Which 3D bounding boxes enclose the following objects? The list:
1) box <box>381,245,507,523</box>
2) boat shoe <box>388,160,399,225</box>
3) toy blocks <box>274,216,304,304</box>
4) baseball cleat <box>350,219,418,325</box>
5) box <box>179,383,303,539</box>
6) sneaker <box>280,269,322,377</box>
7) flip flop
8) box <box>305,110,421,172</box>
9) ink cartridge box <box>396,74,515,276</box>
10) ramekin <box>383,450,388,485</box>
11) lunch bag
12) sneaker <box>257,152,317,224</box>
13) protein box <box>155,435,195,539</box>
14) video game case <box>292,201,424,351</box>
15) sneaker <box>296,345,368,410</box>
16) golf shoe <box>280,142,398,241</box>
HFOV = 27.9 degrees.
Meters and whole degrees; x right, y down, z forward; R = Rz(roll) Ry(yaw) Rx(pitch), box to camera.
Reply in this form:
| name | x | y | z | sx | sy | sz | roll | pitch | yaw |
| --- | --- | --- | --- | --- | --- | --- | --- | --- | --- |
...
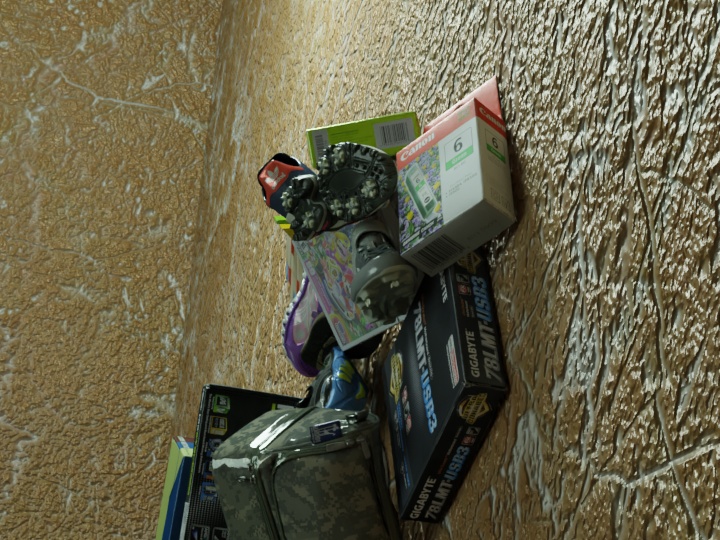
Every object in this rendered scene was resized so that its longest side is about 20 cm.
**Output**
| name | x | y | z | sx | sy | sz | roll | pitch | yaw |
| --- | --- | --- | --- | --- | --- | --- | --- | --- | --- |
| box | 0.077 | 0.104 | 1.398 | 0.201 | 0.049 | 0.200 | -95 | 19 | -46 |
| boat shoe | 0.053 | -0.062 | 1.566 | 0.200 | 0.071 | 0.067 | 129 | 138 | -59 |
| toy blocks | -0.068 | -0.003 | 1.999 | 0.200 | 0.098 | 0.139 | -127 | 37 | -72 |
| baseball cleat | 0.013 | -0.007 | 1.448 | 0.200 | 0.069 | 0.108 | 100 | 155 | -75 |
| box | -0.112 | 0.251 | 1.762 | 0.047 | 0.191 | 0.203 | 154 | 126 | -75 |
| sneaker | -0.046 | 0.055 | 1.884 | 0.089 | 0.079 | 0.202 | -129 | 48 | -56 |
| flip flop | -0.021 | 0.076 | 1.778 | 0.058 | 0.080 | 0.200 | -62 | 4 | -25 |
| box | 0.007 | -0.138 | 1.594 | 0.200 | 0.120 | 0.048 | -65 | -35 | -88 |
| ink cartridge box | 0.088 | -0.104 | 1.398 | 0.109 | 0.050 | 0.202 | -34 | 40 | 33 |
| ramekin | -0.046 | 0.283 | 1.651 | 0.200 | 0.104 | 0.203 | -170 | 90 | -77 |
| lunch bag | -0.037 | 0.237 | 1.448 | 0.139 | 0.166 | 0.203 | -30 | -71 | -55 |
| sneaker | -0.076 | -0.096 | 1.689 | 0.075 | 0.084 | 0.200 | -47 | -3 | -1 |
| protein box | -0.153 | 0.333 | 1.851 | 0.135 | 0.197 | 0.201 | -162 | 82 | -76 |
| video game case | 0.000 | 0.000 | 1.609 | 0.200 | 0.018 | 0.145 | -31 | 83 | 57 |
| sneaker | -0.037 | 0.142 | 1.683 | 0.082 | 0.071 | 0.200 | -35 | 4 | 4 |
| golf shoe | -0.005 | -0.087 | 1.461 | 0.199 | 0.087 | 0.078 | -19 | 85 | 60 |
